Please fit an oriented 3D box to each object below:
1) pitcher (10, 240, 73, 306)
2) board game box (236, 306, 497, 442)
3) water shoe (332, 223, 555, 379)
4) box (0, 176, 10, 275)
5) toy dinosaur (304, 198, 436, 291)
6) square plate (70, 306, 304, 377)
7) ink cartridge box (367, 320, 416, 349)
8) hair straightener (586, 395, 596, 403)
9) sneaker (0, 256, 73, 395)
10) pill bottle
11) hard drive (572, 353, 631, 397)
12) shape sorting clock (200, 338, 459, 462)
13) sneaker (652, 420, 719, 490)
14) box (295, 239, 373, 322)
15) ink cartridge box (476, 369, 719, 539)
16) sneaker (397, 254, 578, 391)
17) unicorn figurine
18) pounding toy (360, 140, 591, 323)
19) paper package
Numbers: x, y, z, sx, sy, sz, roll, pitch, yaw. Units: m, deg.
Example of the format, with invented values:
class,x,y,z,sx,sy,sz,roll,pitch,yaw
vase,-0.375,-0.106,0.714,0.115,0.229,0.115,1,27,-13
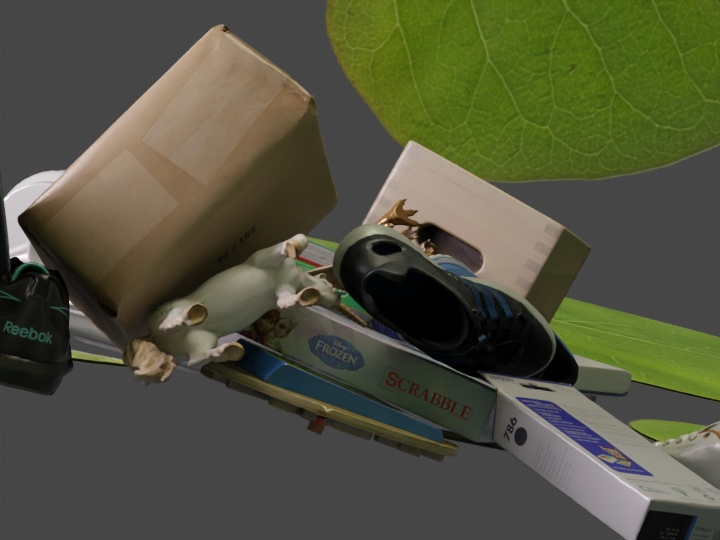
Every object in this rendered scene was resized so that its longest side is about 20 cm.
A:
class,x,y,z,sx,sy,sz,roll,pitch,yaw
pitcher,-0.190,-0.036,1.777,0.171,0.122,0.200,-2,20,36
board game box,0.020,0.074,1.686,0.199,0.041,0.199,24,0,12
water shoe,0.063,0.040,1.558,0.199,0.072,0.079,27,19,-30
box,-0.351,-0.041,1.434,0.199,0.108,0.148,-15,19,-31
toy dinosaur,0.000,0.000,1.743,0.199,0.106,0.061,-4,57,-42
square plate,-0.148,0.054,1.791,0.197,0.029,0.200,14,4,13
ink cartridge box,0.034,0.053,1.871,0.037,0.095,0.200,-25,16,-19
hair straightener,0.142,0.102,1.999,0.077,0.041,0.199,17,11,42
sneaker,-0.222,0.033,1.501,0.075,0.080,0.200,13,3,-13
pill bottle,-0.263,-0.033,1.983,0.113,0.115,0.200,14,5,3
hard drive,0.122,0.073,1.956,0.199,0.026,0.131,17,6,44
shape sorting clock,-0.025,0.096,1.561,0.199,0.039,0.200,24,-1,1
sneaker,0.245,0.138,1.608,0.199,0.085,0.073,15,6,36
box,-0.069,0.023,1.879,0.117,0.049,0.200,22,-23,-18
ink cartridge box,0.165,0.131,1.525,0.099,0.039,0.200,10,18,-37
sneaker,0.105,0.047,1.729,0.089,0.079,0.200,20,-4,44
unicorn figurine,-0.073,0.021,1.488,0.199,0.074,0.137,-13,1,-19
pounding toy,0.075,-0.013,1.934,0.199,0.143,0.184,30,2,15
paper package,-0.121,-0.042,1.556,0.103,0.200,0.191,41,-10,16
